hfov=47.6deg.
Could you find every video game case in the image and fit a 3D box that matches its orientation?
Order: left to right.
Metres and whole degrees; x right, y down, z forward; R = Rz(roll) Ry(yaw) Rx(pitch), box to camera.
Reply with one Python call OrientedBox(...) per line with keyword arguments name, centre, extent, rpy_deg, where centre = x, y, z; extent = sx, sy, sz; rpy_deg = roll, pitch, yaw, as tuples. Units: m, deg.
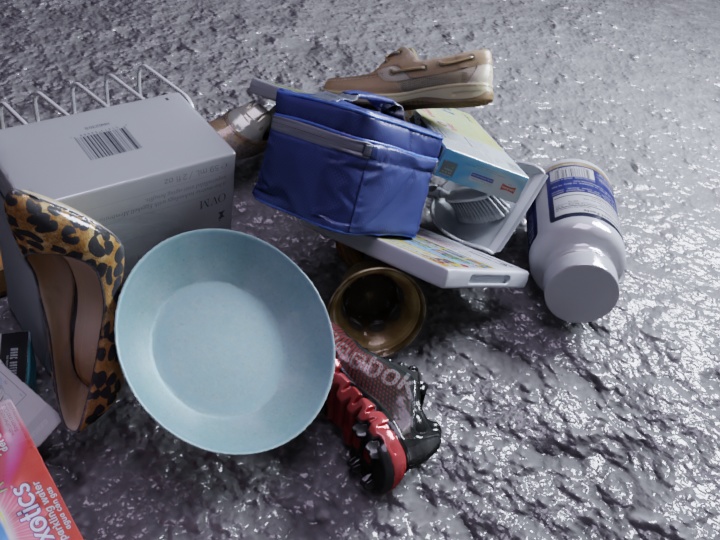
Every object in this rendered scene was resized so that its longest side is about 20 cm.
OrientedBox(name="video game case", centre=(-0.022, -0.206, 1.074), extent=(0.180, 0.022, 0.199), rpy_deg=(23, 13, 21))
OrientedBox(name="video game case", centre=(0.060, -0.024, 0.895), extent=(0.198, 0.023, 0.181), rpy_deg=(25, 14, 35))

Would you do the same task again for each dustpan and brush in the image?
OrientedBox(name="dustpan and brush", centre=(0.119, -0.090, 1.030), extent=(0.199, 0.057, 0.140), rpy_deg=(3, 51, 53))

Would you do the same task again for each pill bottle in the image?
OrientedBox(name="pill bottle", centre=(0.252, -0.035, 0.963), extent=(0.109, 0.112, 0.201), rpy_deg=(10, 39, 2))

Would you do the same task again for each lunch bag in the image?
OrientedBox(name="lunch bag", centre=(-0.002, -0.117, 0.849), extent=(0.134, 0.135, 0.199), rpy_deg=(23, 13, 30))

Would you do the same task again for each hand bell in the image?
OrientedBox(name="hand bell", centre=(0.000, 0.000, 0.909), extent=(0.102, 0.106, 0.201), rpy_deg=(0, 27, -11))

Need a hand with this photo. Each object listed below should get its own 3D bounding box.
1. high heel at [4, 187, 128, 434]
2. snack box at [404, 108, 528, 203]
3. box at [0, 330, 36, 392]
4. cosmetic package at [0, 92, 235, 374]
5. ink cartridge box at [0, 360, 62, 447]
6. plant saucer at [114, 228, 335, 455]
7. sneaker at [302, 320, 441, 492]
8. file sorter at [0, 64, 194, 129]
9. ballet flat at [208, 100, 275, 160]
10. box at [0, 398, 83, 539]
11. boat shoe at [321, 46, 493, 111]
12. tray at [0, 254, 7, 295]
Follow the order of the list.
OrientedBox(name="high heel", centre=(-0.236, 0.038, 0.644), extent=(0.070, 0.201, 0.145), rpy_deg=(5, 64, 16))
OrientedBox(name="snack box", centre=(0.111, -0.156, 0.984), extent=(0.115, 0.037, 0.201), rpy_deg=(16, 26, -24))
OrientedBox(name="box", centre=(-0.388, 0.107, 0.706), extent=(0.196, 0.050, 0.083), rpy_deg=(-4, 41, -16))
OrientedBox(name="cosmetic package", centre=(-0.237, -0.038, 0.794), extent=(0.197, 0.202, 0.123), rpy_deg=(-21, 51, -32))
OrientedBox(name="ink cartridge box", centre=(-0.369, 0.113, 0.651), extent=(0.200, 0.050, 0.163), rpy_deg=(45, 58, -9))
OrientedBox(name="plant saucer", centre=(-0.117, 0.063, 0.708), extent=(0.198, 0.039, 0.204), rpy_deg=(14, 59, -25))
OrientedBox(name="sneaker", centre=(0.006, 0.110, 0.766), extent=(0.097, 0.072, 0.201), rpy_deg=(-15, 47, -27))
OrientedBox(name="file sorter", centre=(-0.312, -0.150, 0.980), extent=(0.198, 0.126, 0.138), rpy_deg=(-27, 50, -36))
OrientedBox(name="ballet flat", centre=(-0.133, -0.190, 1.063), extent=(0.068, 0.067, 0.199), rpy_deg=(49, 30, 8))
OrientedBox(name="box", centre=(-0.242, 0.205, 0.555), extent=(0.094, 0.101, 0.200), rpy_deg=(-21, 56, -33))
OrientedBox(name="boat shoe", centre=(0.052, -0.218, 0.931), extent=(0.196, 0.066, 0.071), rpy_deg=(-1, 4, 5))
OrientedBox(name="tray", centre=(-0.414, -0.049, 0.906), extent=(0.098, 0.037, 0.199), rpy_deg=(-24, 48, -34))
